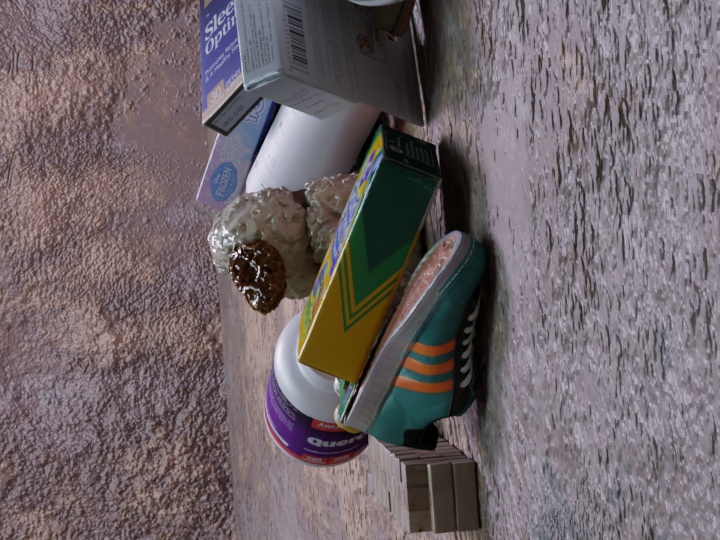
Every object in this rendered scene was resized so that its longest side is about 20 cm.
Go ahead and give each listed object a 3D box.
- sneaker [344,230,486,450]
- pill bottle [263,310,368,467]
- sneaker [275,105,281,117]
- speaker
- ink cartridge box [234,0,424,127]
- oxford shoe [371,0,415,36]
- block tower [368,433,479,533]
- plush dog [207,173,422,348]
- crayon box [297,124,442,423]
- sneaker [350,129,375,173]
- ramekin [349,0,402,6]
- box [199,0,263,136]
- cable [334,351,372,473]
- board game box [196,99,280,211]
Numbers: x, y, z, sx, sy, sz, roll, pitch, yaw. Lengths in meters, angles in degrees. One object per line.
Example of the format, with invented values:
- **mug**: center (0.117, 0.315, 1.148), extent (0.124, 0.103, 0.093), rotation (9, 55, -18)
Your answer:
- **sneaker**: center (0.059, 0.054, 1.572), extent (0.072, 0.079, 0.201), rotation (-72, 8, -48)
- **pill bottle**: center (-0.027, 0.100, 1.970), extent (0.200, 0.112, 0.113), rotation (106, 158, -67)
- **sneaker**: center (-0.042, -0.088, 2.083), extent (0.200, 0.074, 0.088), rotation (69, -152, -60)
- **speaker**: center (-0.033, -0.124, 1.845), extent (0.200, 0.081, 0.082), rotation (119, 148, -48)
- **ink cartridge box**: center (-0.030, -0.215, 1.693), extent (0.173, 0.043, 0.201), rotation (18, -121, -50)
- **oxford shoe**: center (0.010, -0.277, 1.660), extent (0.071, 0.073, 0.201), rotation (-115, 22, -67)
- **block tower**: center (0.046, 0.164, 1.716), extent (0.200, 0.054, 0.058), rotation (-166, 72, -80)
- **plush dog**: center (-0.041, -0.027, 1.792), extent (0.200, 0.170, 0.162), rotation (-123, 29, -74)
- **crayon box**: center (0.000, 0.000, 1.639), extent (0.126, 0.051, 0.201), rotation (-92, 23, -76)
- **sneaker**: center (-0.015, -0.155, 1.924), extent (0.201, 0.069, 0.100), rotation (84, 176, -60)
- **ramekin**: center (-0.023, -0.287, 1.550), extent (0.202, 0.094, 0.204), rotation (22, 118, 49)
- **box**: center (-0.097, -0.228, 1.898), extent (0.121, 0.032, 0.201), rotation (-43, 35, 34)
- **cable**: center (0.012, 0.121, 1.862), extent (0.200, 0.050, 0.098), rotation (80, -154, -62)
- **board game box**: center (-0.086, -0.188, 2.050), extent (0.200, 0.043, 0.201), rotation (-68, 1, -46)
